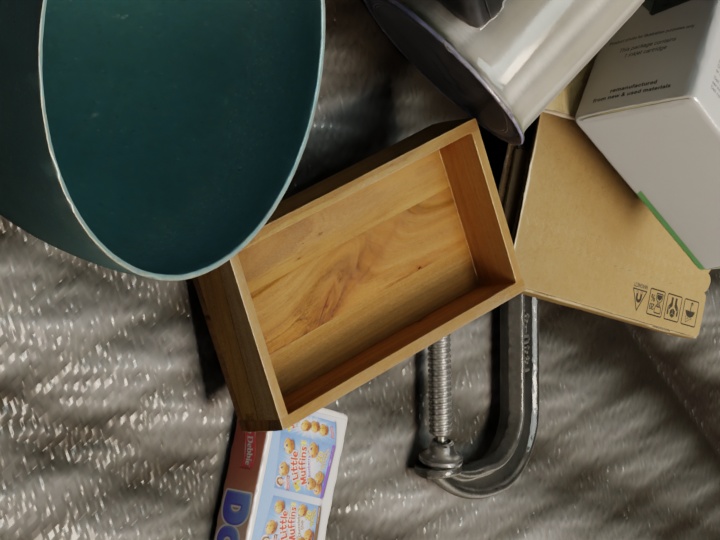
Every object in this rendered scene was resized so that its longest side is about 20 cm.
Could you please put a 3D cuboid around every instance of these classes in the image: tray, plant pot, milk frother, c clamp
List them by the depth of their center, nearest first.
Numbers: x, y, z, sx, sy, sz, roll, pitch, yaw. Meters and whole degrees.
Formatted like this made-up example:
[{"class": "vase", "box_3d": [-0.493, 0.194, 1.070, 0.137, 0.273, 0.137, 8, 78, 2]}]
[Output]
[{"class": "plant pot", "box_3d": [-0.125, -0.103, 1.311, 0.200, 0.134, 0.201, -16, 109, -54]}, {"class": "tray", "box_3d": [0.000, 0.000, 1.573, 0.200, 0.037, 0.099, -28, 106, -42]}, {"class": "milk frother", "box_3d": [0.068, -0.210, 1.601, 0.188, 0.200, 0.181, -46, 143, -7]}, {"class": "c clamp", "box_3d": [0.055, 0.040, 1.713, 0.171, 0.027, 0.201, -25, 115, -55]}]

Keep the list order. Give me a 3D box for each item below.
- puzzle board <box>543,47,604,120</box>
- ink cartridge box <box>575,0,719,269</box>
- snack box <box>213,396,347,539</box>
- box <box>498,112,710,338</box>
[{"class": "puzzle board", "box_3d": [0.138, -0.179, 1.725, 0.150, 0.017, 0.201, 10, 75, -49]}, {"class": "ink cartridge box", "box_3d": [0.217, -0.124, 1.730, 0.146, 0.084, 0.201, 47, 50, -34]}, {"class": "snack box", "box_3d": [-0.052, 0.167, 1.572, 0.072, 0.024, 0.201, 19, 80, -55]}, {"class": "box", "box_3d": [0.153, -0.055, 1.776, 0.199, 0.021, 0.165, 15, 85, -49]}]
